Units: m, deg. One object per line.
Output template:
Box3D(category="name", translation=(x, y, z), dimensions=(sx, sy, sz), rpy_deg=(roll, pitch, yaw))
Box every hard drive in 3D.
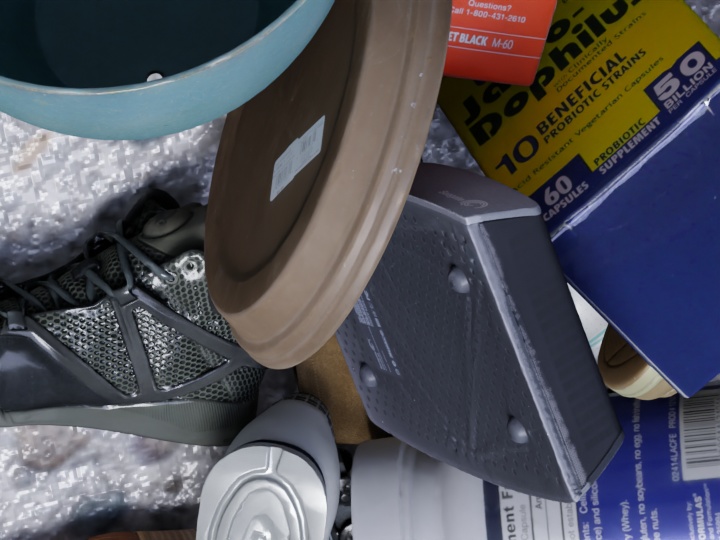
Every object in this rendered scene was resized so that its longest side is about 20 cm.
Box3D(category="hard drive", translation=(0.035, 0.017, 1.042), dimensions=(0.042, 0.200, 0.135), rpy_deg=(-27, 105, -18))

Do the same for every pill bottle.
Box3D(category="pill bottle", translation=(0.101, 0.114, 1.157), dimensions=(0.200, 0.116, 0.116), rpy_deg=(-6, 122, 12))

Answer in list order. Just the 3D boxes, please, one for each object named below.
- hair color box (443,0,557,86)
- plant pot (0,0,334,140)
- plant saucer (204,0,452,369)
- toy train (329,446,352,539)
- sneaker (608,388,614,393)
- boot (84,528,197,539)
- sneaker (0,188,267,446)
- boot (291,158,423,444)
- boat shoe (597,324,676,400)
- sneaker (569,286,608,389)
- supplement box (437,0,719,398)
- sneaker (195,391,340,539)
Box3D(category="hair color box", translation=(0.055, -0.190, 1.047), dimensions=(0.064, 0.111, 0.200), rpy_deg=(5, 117, -18))
Box3D(category="plant pot", translation=(-0.093, -0.131, 1.009), dimensions=(0.200, 0.200, 0.135), rpy_deg=(-20, 158, -5))
Box3D(category="plant saucer", translation=(-0.018, -0.059, 1.029), dimensions=(0.029, 0.200, 0.200), rpy_deg=(17, 112, -20))
Box3D(category="toy train", translation=(-0.002, 0.172, 1.257), dimensions=(0.046, 0.034, 0.200), rpy_deg=(-18, 122, -2))
Box3D(category="sneaker", translation=(0.103, 0.107, 1.239), dimensions=(0.087, 0.076, 0.200), rpy_deg=(8, 101, -11))
Box3D(category="boot", translation=(-0.124, 0.222, 1.242), dimensions=(0.155, 0.077, 0.200), rpy_deg=(-9, 118, -14))
Box3D(category="sneaker", translation=(-0.128, 0.013, 1.130), dimensions=(0.199, 0.076, 0.114), rpy_deg=(7, 114, -23))
Box3D(category="boot", translation=(0.000, 0.000, 1.165), dimensions=(0.075, 0.074, 0.200), rpy_deg=(-7, 123, -3))
Box3D(category="boat shoe", translation=(0.186, -0.014, 1.122), dimensions=(0.063, 0.073, 0.200), rpy_deg=(41, 91, -24))
Box3D(category="sneaker", translation=(0.164, -0.009, 1.191), dimensions=(0.200, 0.070, 0.080), rpy_deg=(-29, 82, 5))
Box3D(category="supplement box", translation=(0.114, -0.058, 1.085), dimensions=(0.109, 0.200, 0.110), rpy_deg=(-42, 121, 8))
Box3D(category="sneaker", translation=(-0.051, 0.153, 1.179), dimensions=(0.076, 0.081, 0.200), rpy_deg=(20, 114, -1))
